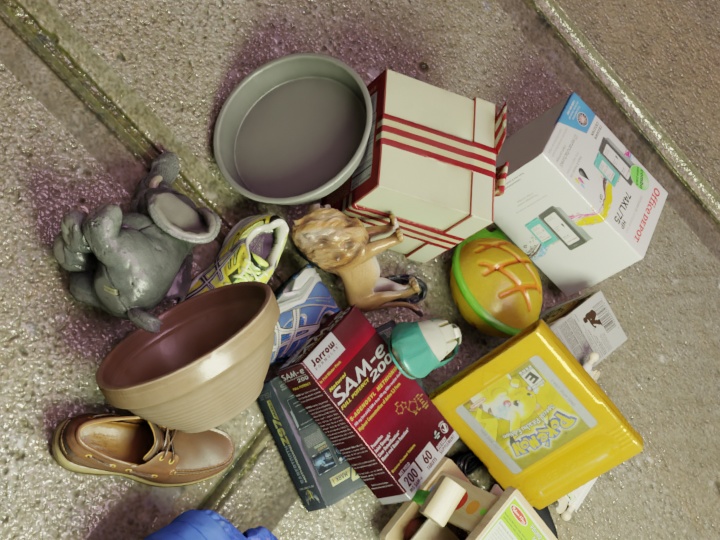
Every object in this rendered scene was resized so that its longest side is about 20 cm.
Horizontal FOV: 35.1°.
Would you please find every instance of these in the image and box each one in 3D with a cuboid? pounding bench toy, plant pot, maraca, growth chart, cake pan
[{"bbox_3d":[0.103,0.285,1.282,0.124,0.156,0.200,-47,119,-17],"label":"pounding bench toy"},{"bbox_3d":[-0.162,0.100,1.171,0.201,0.200,0.093,-40,113,-34],"label":"plant pot"},{"bbox_3d":[0.174,0.006,1.483,0.136,0.107,0.201,27,36,-25],"label":"maraca"},{"bbox_3d":[0.277,0.219,1.450,0.145,0.018,0.201,-44,134,-25],"label":"growth chart"},{"bbox_3d":[-0.077,-0.164,1.351,0.037,0.198,0.202,54,39,-62],"label":"cake pan"}]

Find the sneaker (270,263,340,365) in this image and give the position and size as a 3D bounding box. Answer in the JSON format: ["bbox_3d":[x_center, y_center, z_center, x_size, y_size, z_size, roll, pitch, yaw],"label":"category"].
[{"bbox_3d":[-0.093,0.077,1.305,0.077,0.076,0.200,47,56,-7],"label":"sneaker"}]

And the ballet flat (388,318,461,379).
[{"bbox_3d":[0.081,0.082,1.331,0.070,0.200,0.068,-30,84,9],"label":"ballet flat"}]

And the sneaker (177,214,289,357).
[{"bbox_3d":[-0.146,0.012,1.295,0.075,0.076,0.201,34,62,-20],"label":"sneaker"}]

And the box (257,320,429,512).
[{"bbox_3d":[-0.009,0.168,1.343,0.199,0.051,0.159,-25,88,-36],"label":"box"}]

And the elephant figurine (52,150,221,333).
[{"bbox_3d":[-0.218,-0.038,1.237,0.199,0.141,0.157,-29,108,-44],"label":"elephant figurine"}]

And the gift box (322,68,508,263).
[{"bbox_3d":[0.074,-0.138,1.417,0.185,0.184,0.202,16,70,-24],"label":"gift box"}]

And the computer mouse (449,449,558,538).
[{"bbox_3d":[0.182,0.306,1.418,0.139,0.046,0.202,-10,80,-34],"label":"computer mouse"}]

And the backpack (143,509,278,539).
[{"bbox_3d":[-0.144,0.338,1.144,0.200,0.163,0.168,45,46,4],"label":"backpack"}]

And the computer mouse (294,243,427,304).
[{"bbox_3d":[0.001,-0.007,1.420,0.199,0.034,0.059,29,92,-28],"label":"computer mouse"}]

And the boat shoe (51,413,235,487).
[{"bbox_3d":[-0.219,0.186,1.197,0.198,0.067,0.073,10,69,-29],"label":"boat shoe"}]

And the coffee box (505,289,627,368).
[{"bbox_3d":[0.235,0.115,1.475,0.199,0.113,0.080,-32,92,-34],"label":"coffee box"}]

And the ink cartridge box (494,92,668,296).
[{"bbox_3d":[0.286,-0.100,1.548,0.200,0.146,0.147,43,49,-13],"label":"ink cartridge box"}]

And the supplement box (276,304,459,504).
[{"bbox_3d":[0.010,0.152,1.291,0.201,0.061,0.109,51,54,-10],"label":"supplement box"}]

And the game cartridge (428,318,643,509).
[{"bbox_3d":[0.207,0.179,1.354,0.200,0.176,0.032,48,27,-9],"label":"game cartridge"}]

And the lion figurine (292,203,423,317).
[{"bbox_3d":[0.000,0.000,1.359,0.121,0.073,0.201,-20,126,1],"label":"lion figurine"}]
